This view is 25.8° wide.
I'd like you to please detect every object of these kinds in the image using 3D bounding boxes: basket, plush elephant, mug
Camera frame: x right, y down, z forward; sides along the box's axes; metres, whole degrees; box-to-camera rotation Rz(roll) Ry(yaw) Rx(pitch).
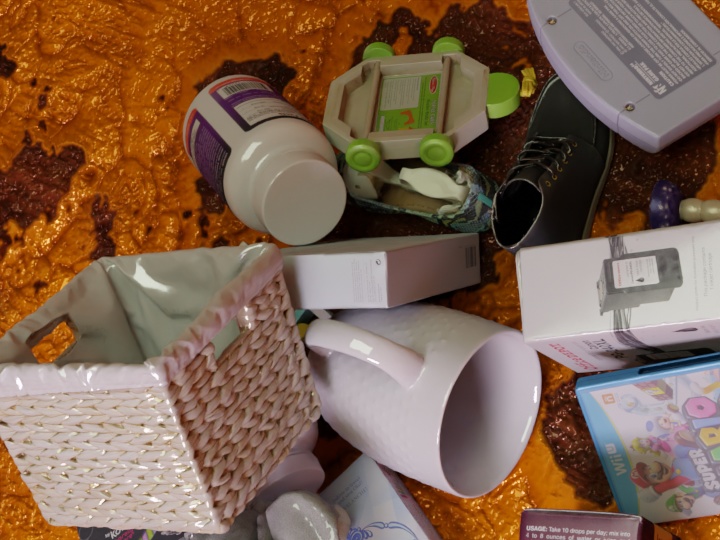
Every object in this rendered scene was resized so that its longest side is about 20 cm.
[{"bbox_3d":[-0.167,0.094,1.262,0.198,0.198,0.162,-3,117,30],"label":"basket"},{"bbox_3d":[-0.071,0.260,1.281,0.165,0.200,0.155,-52,41,-4],"label":"plush elephant"},{"bbox_3d":[0.032,0.089,1.340,0.174,0.200,0.149,17,78,38],"label":"mug"}]

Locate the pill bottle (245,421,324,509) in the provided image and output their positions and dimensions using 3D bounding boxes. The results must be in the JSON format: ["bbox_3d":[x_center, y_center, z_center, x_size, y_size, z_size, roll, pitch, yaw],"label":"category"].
[{"bbox_3d":[-0.111,0.122,1.430,0.112,0.112,0.201,-38,61,12],"label":"pill bottle"}]

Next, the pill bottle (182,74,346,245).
[{"bbox_3d":[-0.087,-0.101,1.475,0.112,0.111,0.200,-50,34,5],"label":"pill bottle"}]

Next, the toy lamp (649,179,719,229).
[{"bbox_3d":[0.341,-0.045,1.300,0.198,0.058,0.059,3,75,29],"label":"toy lamp"}]

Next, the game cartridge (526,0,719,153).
[{"bbox_3d":[0.241,-0.197,1.388,0.133,0.041,0.201,-29,60,-12],"label":"game cartridge"}]

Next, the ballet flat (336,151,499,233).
[{"bbox_3d":[0.040,-0.087,1.467,0.198,0.074,0.075,12,80,31],"label":"ballet flat"}]

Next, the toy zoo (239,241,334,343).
[{"bbox_3d":[-0.084,0.078,1.508,0.200,0.020,0.132,39,95,32],"label":"toy zoo"}]

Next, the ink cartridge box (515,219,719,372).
[{"bbox_3d":[0.243,0.024,1.278,0.198,0.145,0.084,-8,73,25],"label":"ink cartridge box"}]

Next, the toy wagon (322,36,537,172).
[{"bbox_3d":[0.066,-0.154,1.457,0.198,0.040,0.156,-3,45,12],"label":"toy wagon"}]

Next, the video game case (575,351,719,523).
[{"bbox_3d":[0.284,0.130,1.238,0.198,0.144,0.018,-12,27,23],"label":"video game case"}]

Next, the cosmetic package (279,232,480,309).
[{"bbox_3d":[0.000,0.000,1.383,0.149,0.200,0.052,1,96,28],"label":"cosmetic package"}]

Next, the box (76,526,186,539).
[{"bbox_3d":[-0.185,0.220,1.441,0.122,0.106,0.201,-38,45,12],"label":"box"}]

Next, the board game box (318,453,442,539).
[{"bbox_3d":[-0.005,0.300,1.382,0.200,0.043,0.200,-43,60,10],"label":"board game box"}]

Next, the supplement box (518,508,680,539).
[{"bbox_3d":[0.183,0.297,1.233,0.102,0.131,0.202,-1,75,26],"label":"supplement box"}]

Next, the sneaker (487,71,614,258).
[{"bbox_3d":[0.169,-0.098,1.378,0.074,0.106,0.202,1,75,28],"label":"sneaker"}]
